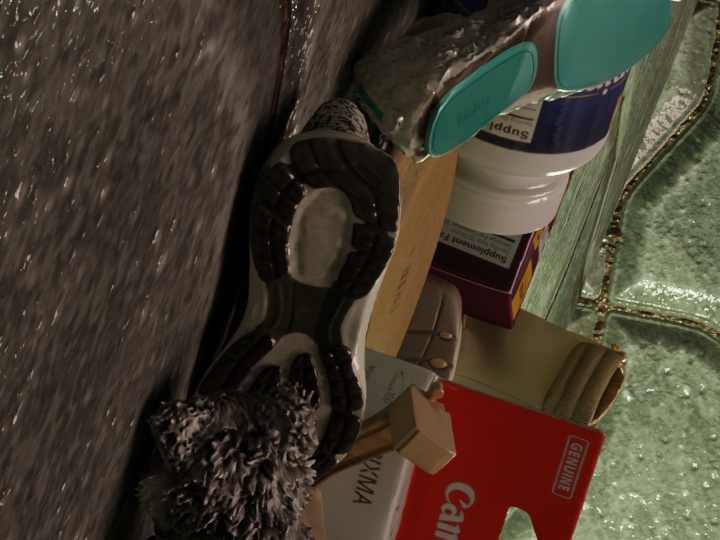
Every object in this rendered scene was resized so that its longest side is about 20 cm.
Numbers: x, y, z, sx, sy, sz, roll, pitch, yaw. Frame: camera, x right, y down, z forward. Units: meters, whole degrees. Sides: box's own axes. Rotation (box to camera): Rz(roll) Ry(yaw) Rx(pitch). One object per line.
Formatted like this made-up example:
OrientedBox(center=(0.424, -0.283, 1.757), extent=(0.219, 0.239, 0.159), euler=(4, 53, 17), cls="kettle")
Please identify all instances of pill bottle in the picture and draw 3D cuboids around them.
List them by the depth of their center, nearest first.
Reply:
OrientedBox(center=(0.092, -0.122, 1.477), extent=(0.111, 0.111, 0.201), euler=(-59, 167, -53), cls="pill bottle")

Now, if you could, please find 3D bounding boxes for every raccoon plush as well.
OrientedBox(center=(-0.028, 0.137, 1.127), extent=(0.096, 0.200, 0.134), euler=(-19, 137, -37), cls="raccoon plush")

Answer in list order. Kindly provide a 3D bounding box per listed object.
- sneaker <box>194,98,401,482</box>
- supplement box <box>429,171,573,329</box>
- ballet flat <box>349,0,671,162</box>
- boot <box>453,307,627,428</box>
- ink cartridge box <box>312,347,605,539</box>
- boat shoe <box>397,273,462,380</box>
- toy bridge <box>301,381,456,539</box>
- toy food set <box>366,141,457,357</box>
OrientedBox(center=(-0.023, 0.011, 1.212), extent=(0.089, 0.077, 0.201), euler=(-80, -172, -58), cls="sneaker")
OrientedBox(center=(0.088, -0.079, 1.647), extent=(0.110, 0.085, 0.201), euler=(73, 38, -78), cls="supplement box")
OrientedBox(center=(0.072, -0.115, 1.344), extent=(0.200, 0.072, 0.072), euler=(-26, 143, -40), cls="ballet flat")
OrientedBox(center=(0.095, 0.044, 1.747), extent=(0.200, 0.155, 0.073), euler=(-51, 160, -71), cls="boot")
OrientedBox(center=(0.011, 0.128, 1.327), extent=(0.044, 0.173, 0.201), euler=(-63, 169, -46), cls="ink cartridge box")
OrientedBox(center=(0.003, 0.084, 1.561), extent=(0.201, 0.075, 0.072), euler=(-63, 179, 21), cls="boat shoe")
OrientedBox(center=(-0.030, 0.116, 1.254), extent=(0.200, 0.027, 0.067), euler=(-44, -154, 21), cls="toy bridge")
OrientedBox(center=(0.000, 0.000, 1.390), extent=(0.200, 0.048, 0.199), euler=(-57, 165, -57), cls="toy food set")
